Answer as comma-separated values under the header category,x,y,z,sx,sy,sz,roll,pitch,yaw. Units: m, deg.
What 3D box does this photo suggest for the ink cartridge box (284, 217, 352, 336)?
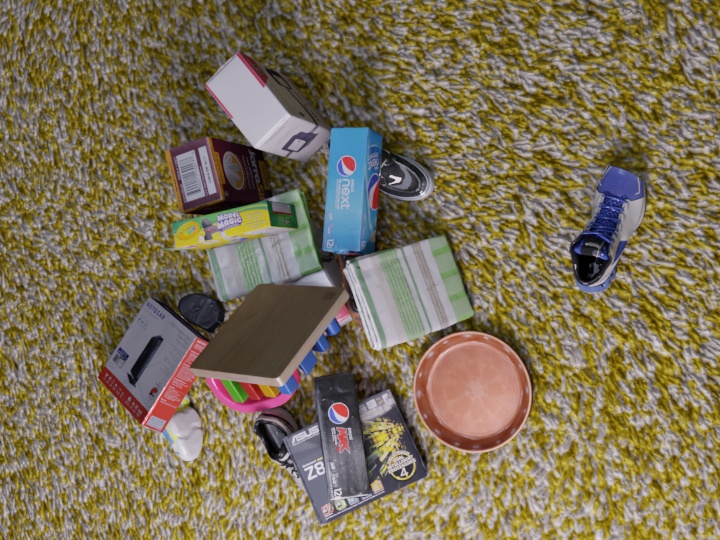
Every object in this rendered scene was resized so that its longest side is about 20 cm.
category,x,y,z,sx,sy,sz,roll,pitch,yaw
ink cartridge box,-0.108,0.024,1.713,0.146,0.085,0.200,-33,81,19

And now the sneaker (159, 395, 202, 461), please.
category,x,y,z,sx,sy,sz,roll,pitch,yaw
sneaker,-0.361,0.269,1.828,0.105,0.076,0.200,-33,67,29

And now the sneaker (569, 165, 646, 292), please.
category,x,y,z,sx,sy,sz,roll,pitch,yaw
sneaker,0.374,-0.057,1.508,0.081,0.115,0.200,20,98,19

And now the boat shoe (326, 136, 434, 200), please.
category,x,y,z,sx,sy,sz,roll,pitch,yaw
boat shoe,0.026,-0.171,1.663,0.200,0.071,0.072,24,100,19

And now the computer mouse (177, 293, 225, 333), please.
category,x,y,z,sx,sy,sz,roll,pitch,yaw
computer mouse,-0.244,0.100,1.800,0.200,0.034,0.059,29,79,13

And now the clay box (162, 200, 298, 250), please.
category,x,y,z,sx,sy,sz,roll,pitch,yaw
clay box,-0.216,-0.070,1.621,0.200,0.115,0.048,-11,87,19

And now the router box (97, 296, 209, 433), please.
category,x,y,z,sx,sy,sz,roll,pitch,yaw
router box,-0.366,0.164,1.766,0.200,0.049,0.180,29,87,48

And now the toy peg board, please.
category,x,y,z,sx,sy,sz,roll,pitch,yaw
toy peg board,-0.126,0.124,1.565,0.199,0.200,0.098,1,132,40

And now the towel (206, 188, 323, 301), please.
category,x,y,z,sx,sy,sz,roll,pitch,yaw
towel,-0.167,-0.042,1.681,0.200,0.031,0.149,-17,86,19

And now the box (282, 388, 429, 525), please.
category,x,y,z,sx,sy,sz,roll,pitch,yaw
box,-0.008,0.312,1.663,0.200,0.049,0.161,-24,80,-4

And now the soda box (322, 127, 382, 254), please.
category,x,y,z,sx,sy,sz,roll,pitch,yaw
soda box,-0.012,-0.127,1.601,0.068,0.064,0.200,2,87,24

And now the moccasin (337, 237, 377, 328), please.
category,x,y,z,sx,sy,sz,roll,pitch,yaw
moccasin,0.002,0.000,1.662,0.074,0.078,0.202,-9,63,-5

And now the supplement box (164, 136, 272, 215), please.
category,x,y,z,sx,sy,sz,roll,pitch,yaw
supplement box,-0.237,-0.156,1.696,0.086,0.200,0.110,-15,86,20

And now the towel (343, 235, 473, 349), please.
category,x,y,z,sx,sy,sz,roll,pitch,yaw
towel,0.078,0.034,1.592,0.031,0.200,0.149,-25,82,57

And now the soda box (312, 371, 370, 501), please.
category,x,y,z,sx,sy,sz,roll,pitch,yaw
soda box,-0.031,0.270,1.614,0.071,0.063,0.200,-8,80,-2

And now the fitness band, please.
category,x,y,z,sx,sy,sz,roll,pitch,yaw
fitness band,-0.195,0.182,1.732,0.200,0.037,0.144,-20,111,39

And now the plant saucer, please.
category,x,y,z,sx,sy,sz,roll,pitch,yaw
plant saucer,0.185,0.198,1.632,0.200,0.032,0.200,1,92,21

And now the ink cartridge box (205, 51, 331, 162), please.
category,x,y,z,sx,sy,sz,roll,pitch,yaw
ink cartridge box,-0.148,-0.269,1.661,0.084,0.200,0.145,-42,77,14

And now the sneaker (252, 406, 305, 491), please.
category,x,y,z,sx,sy,sz,roll,pitch,yaw
sneaker,-0.118,0.330,1.723,0.076,0.088,0.200,-46,77,14
